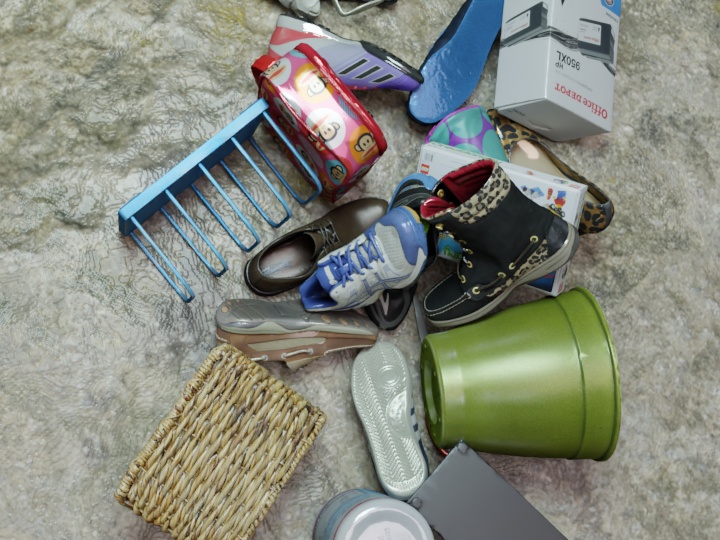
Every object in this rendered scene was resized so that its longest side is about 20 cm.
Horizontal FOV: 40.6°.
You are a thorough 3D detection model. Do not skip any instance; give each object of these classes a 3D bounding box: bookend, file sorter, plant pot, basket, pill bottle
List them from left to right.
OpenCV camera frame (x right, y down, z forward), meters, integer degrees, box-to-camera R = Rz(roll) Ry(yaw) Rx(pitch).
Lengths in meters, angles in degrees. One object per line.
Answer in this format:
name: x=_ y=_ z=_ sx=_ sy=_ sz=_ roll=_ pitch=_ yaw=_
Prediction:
file sorter: x=-0.158 y=-0.073 z=1.104 sx=0.200 sy=0.139 sz=0.123 roll=-41 pitch=96 yaw=-14
basket: x=-0.151 y=0.198 z=1.063 sx=0.148 sy=0.143 sz=0.201 roll=34 pitch=80 yaw=-3
pill bottle: x=0.006 y=0.294 z=1.052 sx=0.107 sy=0.200 sz=0.110 roll=2 pitch=82 yaw=-11
bookend: x=0.144 y=0.303 z=1.101 sx=0.200 sy=0.199 sz=0.092 roll=43 pitch=76 yaw=8
plant pot: x=0.171 y=0.129 z=1.121 sx=0.190 sy=0.200 sz=0.203 roll=-6 pitch=83 yaw=-6

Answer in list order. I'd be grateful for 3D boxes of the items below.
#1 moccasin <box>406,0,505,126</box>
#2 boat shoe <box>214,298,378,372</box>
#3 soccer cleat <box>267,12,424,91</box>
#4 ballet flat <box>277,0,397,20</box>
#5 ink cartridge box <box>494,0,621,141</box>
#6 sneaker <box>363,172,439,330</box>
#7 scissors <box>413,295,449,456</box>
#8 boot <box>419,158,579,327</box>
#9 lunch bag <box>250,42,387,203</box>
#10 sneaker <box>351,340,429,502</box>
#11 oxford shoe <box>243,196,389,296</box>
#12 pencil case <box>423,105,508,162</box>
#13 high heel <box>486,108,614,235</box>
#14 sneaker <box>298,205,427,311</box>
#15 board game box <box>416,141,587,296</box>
moccasin: x=0.122 y=-0.261 z=1.224 sx=0.080 sy=0.068 sz=0.201 roll=39 pitch=78 yaw=-12
boat shoe: x=-0.076 y=0.078 z=1.139 sx=0.198 sy=0.076 sz=0.073 roll=5 pitch=110 yaw=-19
soccer cleat: x=-0.020 y=-0.246 z=1.177 sx=0.198 sy=0.068 sz=0.074 roll=23 pitch=97 yaw=11
ballet flat: x=-0.040 y=-0.346 z=1.200 sx=0.198 sy=0.073 sz=0.074 roll=-8 pitch=84 yaw=-15
ink cartridge box: x=0.249 y=-0.280 z=1.214 sx=0.144 sy=0.084 sz=0.203 roll=14 pitch=79 yaw=-41
sneaker: x=0.046 y=-0.014 z=1.134 sx=0.070 sy=0.083 sz=0.201 roll=13 pitch=119 yaw=-10
scissors: x=0.086 y=0.130 z=1.187 sx=0.073 sy=0.014 sz=0.201 roll=-28 pitch=90 yaw=-13
boot: x=0.117 y=-0.028 z=1.052 sx=0.150 sy=0.199 sz=0.074 roll=39 pitch=37 yaw=-33
lunch bag: x=-0.058 y=-0.171 z=1.105 sx=0.082 sy=0.200 sz=0.176 roll=-42 pitch=93 yaw=-9
sneaker: x=0.035 y=0.183 z=1.141 sx=0.074 sy=0.085 sz=0.202 roll=-10 pitch=56 yaw=2
oxford shoe: x=-0.040 y=-0.030 z=1.148 sx=0.199 sy=0.084 sz=0.073 roll=-31 pitch=87 yaw=-16
pencil case: x=0.149 y=-0.095 z=1.196 sx=0.092 sy=0.085 sz=0.202 roll=-25 pitch=89 yaw=-10
high heel: x=0.232 y=-0.130 z=1.187 sx=0.071 sy=0.143 sz=0.201 roll=-35 pitch=90 yaw=-14
sneaker: x=0.000 y=0.000 z=1.068 sx=0.087 sy=0.200 sz=0.076 roll=-15 pitch=71 yaw=-33
board game box: x=0.153 y=-0.062 z=1.130 sx=0.198 sy=0.035 sz=0.128 roll=20 pitch=114 yaw=25
